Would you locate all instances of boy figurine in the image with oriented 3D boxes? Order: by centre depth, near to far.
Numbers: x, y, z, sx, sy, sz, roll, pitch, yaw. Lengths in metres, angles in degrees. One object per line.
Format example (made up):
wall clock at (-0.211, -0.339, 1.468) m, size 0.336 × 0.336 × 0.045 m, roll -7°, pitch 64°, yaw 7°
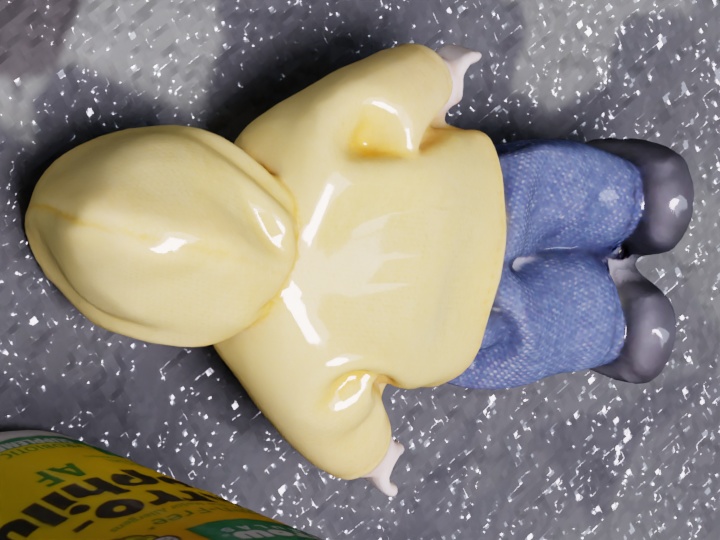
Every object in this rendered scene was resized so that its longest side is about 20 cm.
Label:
boy figurine at (0.000, 0.000, 0.818) m, size 0.199 × 0.064 × 0.125 m, roll 0°, pitch 100°, yaw -36°

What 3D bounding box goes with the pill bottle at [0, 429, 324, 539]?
pill bottle at (-0.041, 0.112, 0.723) m, size 0.112 × 0.200 × 0.114 m, roll -9°, pitch 105°, yaw -35°
